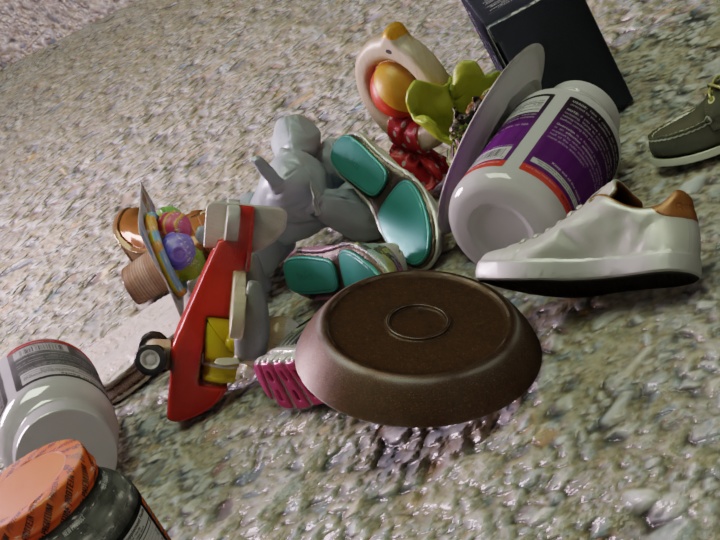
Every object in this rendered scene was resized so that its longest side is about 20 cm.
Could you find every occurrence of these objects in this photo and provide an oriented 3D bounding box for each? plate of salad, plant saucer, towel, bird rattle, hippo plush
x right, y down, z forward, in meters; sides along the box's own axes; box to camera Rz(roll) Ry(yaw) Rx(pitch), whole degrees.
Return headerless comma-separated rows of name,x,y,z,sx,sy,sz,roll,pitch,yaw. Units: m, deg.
plate of salad,0.118,-0.129,1.596,0.048,0.201,0.200,30,51,16
plant saucer,0.046,0.053,1.335,0.198,0.035,0.201,-2,31,1
towel,-0.219,0.069,1.790,0.199,0.035,0.132,-35,22,-11
bird rattle,0.060,-0.171,1.726,0.112,0.163,0.200,-36,-5,-22
hippo plush,-0.071,-0.046,1.756,0.161,0.159,0.200,-51,7,24

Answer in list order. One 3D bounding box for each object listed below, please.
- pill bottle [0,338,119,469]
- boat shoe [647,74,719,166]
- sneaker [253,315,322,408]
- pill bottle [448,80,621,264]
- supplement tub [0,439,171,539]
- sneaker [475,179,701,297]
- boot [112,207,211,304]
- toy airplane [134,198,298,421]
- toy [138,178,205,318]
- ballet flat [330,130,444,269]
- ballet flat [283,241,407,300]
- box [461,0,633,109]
pill bottle,-0.293,0.146,1.603,0.115,0.116,0.200,-33,21,-6
boat shoe,0.342,-0.152,1.480,0.200,0.061,0.072,-22,21,22
sneaker,-0.009,0.069,1.443,0.199,0.074,0.088,-9,33,51
pill bottle,0.165,-0.088,1.506,0.112,0.113,0.200,-13,27,39
supplement tub,-0.177,0.223,1.146,0.122,0.201,0.123,-27,20,11
sneaker,0.185,-0.026,1.356,0.199,0.073,0.086,-6,75,34
boot,-0.210,-0.046,1.991,0.154,0.074,0.200,-30,33,5
toy airplane,-0.113,0.032,1.580,0.199,0.140,0.201,-56,11,50
toy,-0.195,-0.028,1.776,0.047,0.116,0.200,-25,20,-1
ballet flat,0.041,-0.070,1.673,0.069,0.070,0.200,-33,50,-6
ballet flat,0.000,0.000,1.616,0.071,0.070,0.199,-19,13,-30
box,0.191,-0.238,1.763,0.104,0.149,0.200,-28,22,4
